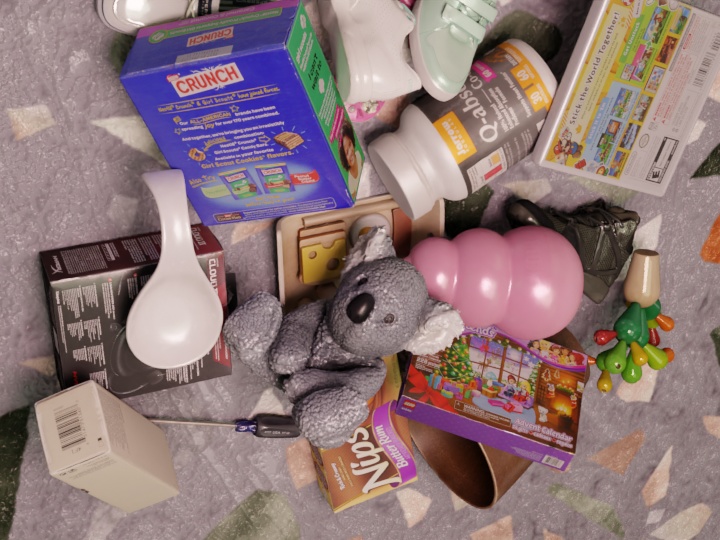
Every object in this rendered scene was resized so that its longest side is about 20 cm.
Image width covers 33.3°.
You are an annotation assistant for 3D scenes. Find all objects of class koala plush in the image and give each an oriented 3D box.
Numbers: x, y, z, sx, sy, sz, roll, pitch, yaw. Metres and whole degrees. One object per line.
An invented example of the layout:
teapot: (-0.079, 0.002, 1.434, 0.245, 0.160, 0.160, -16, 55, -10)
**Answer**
koala plush: (-0.007, 0.063, 1.253, 0.200, 0.177, 0.184, -45, 162, 2)

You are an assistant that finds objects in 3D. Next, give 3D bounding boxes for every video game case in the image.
video game case: (0.288, -0.188, 1.264, 0.180, 0.023, 0.203, 10, 111, -30)

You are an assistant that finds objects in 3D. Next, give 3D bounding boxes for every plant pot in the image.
plant pot: (0.173, 0.149, 1.439, 0.199, 0.186, 0.189, -32, 125, -21)

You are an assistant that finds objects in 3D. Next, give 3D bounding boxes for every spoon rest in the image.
spoon rest: (-0.183, 0.007, 1.168, 0.098, 0.061, 0.203, -9, 116, -19)

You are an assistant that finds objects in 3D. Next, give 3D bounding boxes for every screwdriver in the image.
screwdriver: (-0.159, 0.178, 1.379, 0.197, 0.028, 0.029, 4, 142, -24)

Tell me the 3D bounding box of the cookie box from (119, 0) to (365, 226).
cookie box: (-0.106, -0.144, 1.143, 0.168, 0.076, 0.201, -6, 137, 18)

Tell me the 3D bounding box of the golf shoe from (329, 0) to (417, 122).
golf shoe: (0.019, -0.231, 1.231, 0.075, 0.091, 0.201, 47, 68, -19)

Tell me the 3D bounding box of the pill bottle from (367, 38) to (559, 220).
pill bottle: (0.113, -0.148, 1.284, 0.199, 0.116, 0.117, -34, 124, -6)

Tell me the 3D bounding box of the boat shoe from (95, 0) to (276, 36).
boat shoe: (-0.148, -0.256, 1.138, 0.197, 0.067, 0.075, -11, 119, -19)

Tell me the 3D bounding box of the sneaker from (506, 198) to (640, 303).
sneaker: (0.256, -0.052, 1.425, 0.198, 0.076, 0.115, 34, 95, -36)

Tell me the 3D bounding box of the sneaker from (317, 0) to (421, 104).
sneaker: (0.010, -0.252, 1.156, 0.087, 0.203, 0.075, -5, 161, -15)

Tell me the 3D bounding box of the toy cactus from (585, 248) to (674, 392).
toy cactus: (0.334, 0.055, 1.479, 0.199, 0.101, 0.168, -18, 118, -49)

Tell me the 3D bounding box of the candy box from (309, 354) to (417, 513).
candy box: (-0.005, 0.179, 1.431, 0.115, 0.056, 0.203, -19, 120, -15)

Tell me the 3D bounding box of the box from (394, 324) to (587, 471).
box: (0.146, 0.124, 1.325, 0.197, 0.138, 0.039, 18, 139, -2)

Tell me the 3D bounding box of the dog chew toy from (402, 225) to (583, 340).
dog chew toy: (0.140, 0.008, 1.314, 0.196, 0.125, 0.126, 6, 113, -11)

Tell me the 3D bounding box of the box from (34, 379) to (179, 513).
box: (-0.258, 0.186, 1.244, 0.067, 0.083, 0.200, -21, 154, 3)

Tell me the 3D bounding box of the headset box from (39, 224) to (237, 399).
headset box: (-0.221, 0.045, 1.250, 0.197, 0.077, 0.151, -12, 120, -20)

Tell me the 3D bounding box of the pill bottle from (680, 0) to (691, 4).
pill bottle: (0.300, -0.217, 1.337, 0.111, 0.113, 0.203, -3, 117, -23)

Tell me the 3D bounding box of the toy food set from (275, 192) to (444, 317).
toy food set: (0.000, 0.000, 1.340, 0.197, 0.060, 0.146, -13, 120, -19)

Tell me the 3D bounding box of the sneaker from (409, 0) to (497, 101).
sneaker: (0.116, -0.269, 1.173, 0.073, 0.117, 0.204, 21, 75, -35)
